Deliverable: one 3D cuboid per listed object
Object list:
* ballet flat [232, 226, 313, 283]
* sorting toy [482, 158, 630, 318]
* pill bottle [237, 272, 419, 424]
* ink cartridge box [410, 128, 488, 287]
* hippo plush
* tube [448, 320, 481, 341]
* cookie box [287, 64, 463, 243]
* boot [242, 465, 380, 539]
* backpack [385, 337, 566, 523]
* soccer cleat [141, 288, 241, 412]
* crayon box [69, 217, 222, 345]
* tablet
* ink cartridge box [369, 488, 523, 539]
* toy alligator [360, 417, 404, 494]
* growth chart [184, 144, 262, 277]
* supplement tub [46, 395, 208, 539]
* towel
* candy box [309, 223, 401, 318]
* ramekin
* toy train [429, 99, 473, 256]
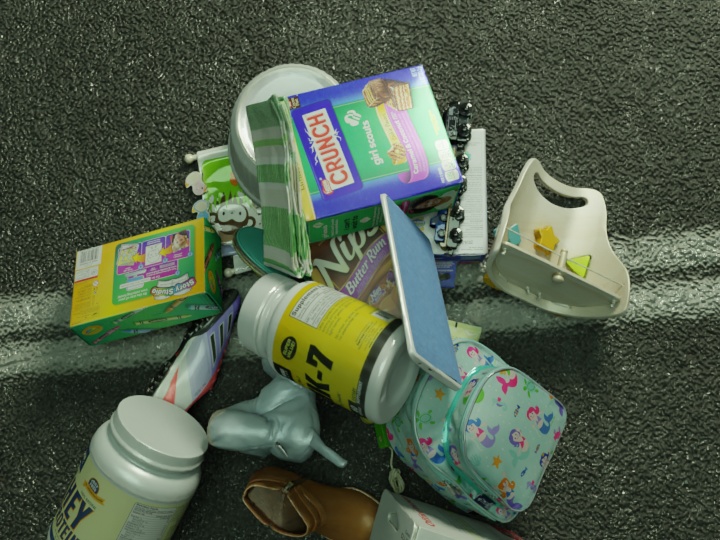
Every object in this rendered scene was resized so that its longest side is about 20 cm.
[{"bbox_3d":[-0.087,0.008,1.000,0.196,0.071,0.072,24,83,-2],"label":"ballet flat"},{"bbox_3d":[0.257,-0.050,0.980,0.196,0.107,0.184,24,68,-12],"label":"sorting toy"},{"bbox_3d":[-0.037,0.082,0.839,0.196,0.114,0.117,22,83,26],"label":"pill bottle"},{"bbox_3d":[0.103,-0.082,1.001,0.132,0.076,0.206,0,80,5],"label":"ink cartridge box"},{"bbox_3d":[-0.106,0.151,0.932,0.155,0.200,0.165,14,73,-16],"label":"hippo plush"},{"bbox_3d":[0.113,0.168,0.981,0.051,0.057,0.206,0,76,39],"label":"tube"},{"bbox_3d":[0.006,-0.143,0.908,0.195,0.076,0.175,-15,70,-7],"label":"cookie box"},{"bbox_3d":[-0.052,0.304,0.913,0.195,0.155,0.076,18,82,6],"label":"boot"},{"bbox_3d":[0.136,0.184,0.888,0.199,0.150,0.179,38,68,-10],"label":"backpack"},{"bbox_3d":[-0.216,0.119,1.005,0.073,0.068,0.202,39,77,-20],"label":"soccer cleat"},{"bbox_3d":[-0.286,0.015,0.991,0.194,0.059,0.121,-14,58,8],"label":"crayon box"},{"bbox_3d":[0.066,0.024,0.825,0.013,0.130,0.204,-23,57,21],"label":"tablet"},{"bbox_3d":[0.118,0.345,0.875,0.196,0.145,0.085,22,84,-12],"label":"ink cartridge box"},{"bbox_3d":[0.036,0.188,0.979,0.053,0.059,0.205,-11,78,-39],"label":"toy alligator"},{"bbox_3d":[-0.169,-0.091,1.050,0.141,0.018,0.205,-20,79,0],"label":"growth chart"},{"bbox_3d":[-0.285,0.276,0.916,0.143,0.145,0.203,30,100,8],"label":"supplement tub"},{"bbox_3d":[-0.103,-0.099,0.880,0.023,0.152,0.206,-11,100,-21],"label":"towel"},{"bbox_3d":[0.000,0.000,0.934,0.116,0.057,0.202,-35,72,0],"label":"candy box"},{"bbox_3d":[-0.090,-0.185,1.009,0.196,0.094,0.209,0,77,-2],"label":"ramekin"},{"bbox_3d":[0.117,-0.121,0.952,0.044,0.034,0.206,4,82,9],"label":"toy train"}]
